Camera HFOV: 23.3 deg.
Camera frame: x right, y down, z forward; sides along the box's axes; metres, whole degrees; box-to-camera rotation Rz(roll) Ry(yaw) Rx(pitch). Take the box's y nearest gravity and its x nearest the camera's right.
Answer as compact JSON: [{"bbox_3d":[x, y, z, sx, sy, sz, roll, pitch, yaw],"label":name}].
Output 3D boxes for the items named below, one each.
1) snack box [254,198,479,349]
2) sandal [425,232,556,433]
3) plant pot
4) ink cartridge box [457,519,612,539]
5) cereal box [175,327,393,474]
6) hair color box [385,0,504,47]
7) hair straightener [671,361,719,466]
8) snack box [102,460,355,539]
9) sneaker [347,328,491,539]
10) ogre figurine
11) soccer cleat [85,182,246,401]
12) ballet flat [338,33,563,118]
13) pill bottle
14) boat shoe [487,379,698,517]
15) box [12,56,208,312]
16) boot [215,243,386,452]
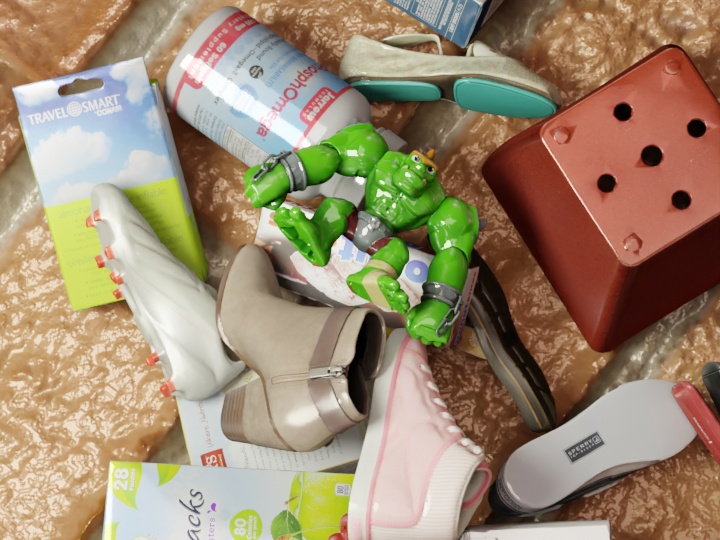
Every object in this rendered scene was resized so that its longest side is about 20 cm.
[{"bbox_3d":[0.000,0.000,1.475,0.200,0.024,0.072,20,103,23],"label":"snack box"},{"bbox_3d":[0.102,0.054,1.491,0.055,0.082,0.200,-30,86,20],"label":"sandal"},{"bbox_3d":[0.233,-0.074,1.444,0.199,0.176,0.200,-31,80,-2],"label":"plant pot"},{"bbox_3d":[0.100,0.248,1.412,0.199,0.145,0.085,-3,81,3],"label":"ink cartridge box"},{"bbox_3d":[-0.053,0.113,1.481,0.199,0.040,0.144,-17,63,2],"label":"cereal box"},{"bbox_3d":[0.039,-0.290,1.533,0.200,0.061,0.100,34,52,8],"label":"hair color box"},{"bbox_3d":[0.345,0.160,1.454,0.077,0.041,0.200,-32,81,-23],"label":"hair straightener"},{"bbox_3d":[-0.106,0.242,1.381,0.199,0.068,0.169,3,75,-4],"label":"snack box"},{"bbox_3d":[0.057,0.134,1.375,0.104,0.075,0.201,3,47,11],"label":"sneaker"},{"bbox_3d":[0.014,-0.043,1.402,0.200,0.098,0.120,30,65,18],"label":"ogre figurine"},{"bbox_3d":[-0.165,0.013,1.466,0.077,0.069,0.200,-26,92,-19],"label":"soccer cleat"},{"bbox_3d":[0.080,-0.177,1.529,0.199,0.067,0.063,7,71,4],"label":"ballet flat"},{"bbox_3d":[-0.063,-0.132,1.505,0.200,0.109,0.109,35,84,8],"label":"pill bottle"},{"bbox_3d":[0.195,0.154,1.463,0.200,0.068,0.072,-26,76,-23],"label":"boat shoe"},{"bbox_3d":[-0.214,-0.076,1.501,0.122,0.048,0.201,-13,103,2],"label":"box"},{"bbox_3d":[-0.045,0.054,1.414,0.146,0.070,0.201,-17,60,35],"label":"boot"}]
